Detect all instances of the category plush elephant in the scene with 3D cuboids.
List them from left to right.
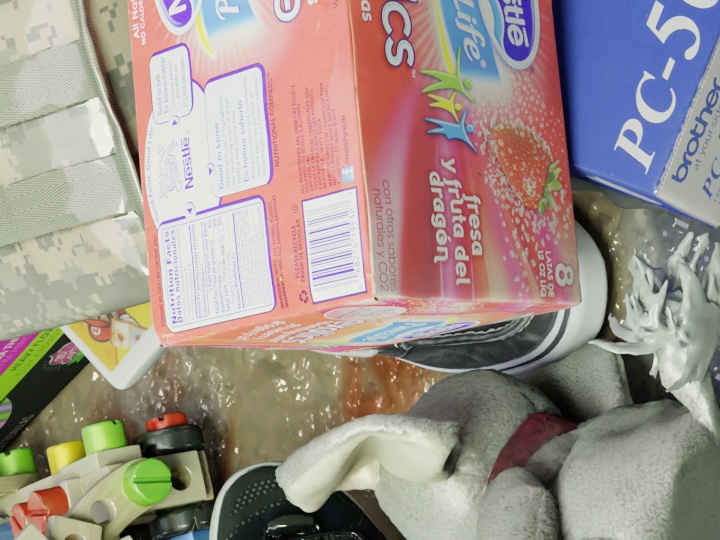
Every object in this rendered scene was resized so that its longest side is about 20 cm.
[{"bbox_3d":[0.063,0.092,0.808,0.154,0.164,0.201,-4,92,51],"label":"plush elephant"}]

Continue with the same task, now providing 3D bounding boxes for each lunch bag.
[{"bbox_3d":[-0.119,-0.082,0.832,0.163,0.117,0.201,-14,97,37],"label":"lunch bag"}]

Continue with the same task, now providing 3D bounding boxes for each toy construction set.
[{"bbox_3d":[-0.134,0.109,1.004,0.200,0.130,0.093,1,98,60],"label":"toy construction set"}]

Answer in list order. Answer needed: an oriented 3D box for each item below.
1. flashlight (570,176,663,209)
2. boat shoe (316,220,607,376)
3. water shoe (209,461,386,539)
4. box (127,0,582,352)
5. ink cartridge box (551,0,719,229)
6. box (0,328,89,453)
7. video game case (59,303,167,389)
[{"bbox_3d":[0.043,-0.060,0.867,0.199,0.067,0.068,6,97,43],"label":"flashlight"},{"bbox_3d":[0.000,0.000,0.915,0.199,0.068,0.072,13,104,42],"label":"boat shoe"},{"bbox_3d":[-0.006,0.137,0.850,0.079,0.071,0.201,90,164,-52],"label":"water shoe"},{"bbox_3d":[-0.007,-0.080,0.753,0.102,0.094,0.201,-14,78,44],"label":"box"},{"bbox_3d":[0.106,-0.123,0.773,0.094,0.044,0.201,22,90,40],"label":"ink cartridge box"},{"bbox_3d":[-0.205,0.009,1.056,0.200,0.148,0.125,-43,66,38],"label":"box"},{"bbox_3d":[-0.107,-0.082,0.908,0.200,0.023,0.182,47,125,6],"label":"video game case"}]
